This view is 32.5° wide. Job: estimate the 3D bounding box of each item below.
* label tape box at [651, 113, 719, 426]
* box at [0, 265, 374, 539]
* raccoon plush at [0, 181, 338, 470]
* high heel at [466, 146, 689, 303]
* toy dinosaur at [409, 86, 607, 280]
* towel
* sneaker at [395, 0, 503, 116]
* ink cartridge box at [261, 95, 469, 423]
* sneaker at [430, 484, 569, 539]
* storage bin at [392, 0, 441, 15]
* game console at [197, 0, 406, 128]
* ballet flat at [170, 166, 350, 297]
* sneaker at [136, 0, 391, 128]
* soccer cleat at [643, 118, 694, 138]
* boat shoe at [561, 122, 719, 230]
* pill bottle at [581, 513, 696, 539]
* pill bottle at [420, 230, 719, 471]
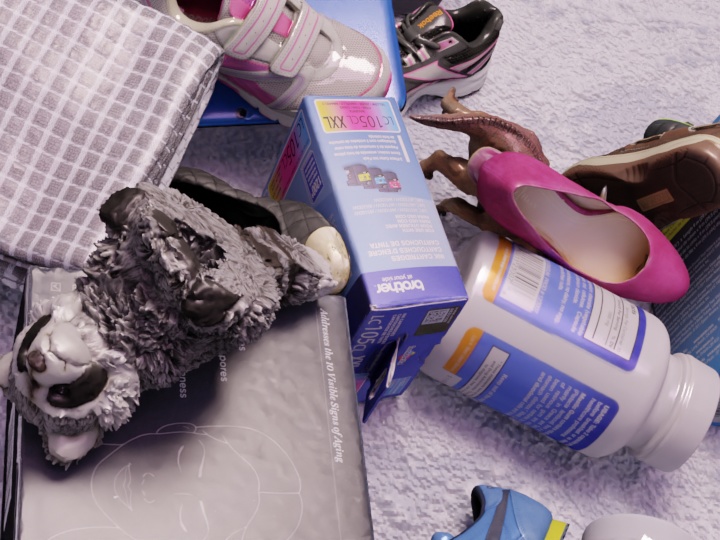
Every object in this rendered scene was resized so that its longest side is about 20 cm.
[{"bbox_3d":[0.288,0.000,0.964,0.065,0.144,0.202,11,53,-16],"label":"label tape box"},{"bbox_3d":[-0.106,0.118,0.720,0.195,0.124,0.202,5,55,-18],"label":"box"},{"bbox_3d":[-0.099,0.043,0.669,0.199,0.134,0.097,21,24,-51],"label":"raccoon plush"},{"bbox_3d":[0.165,-0.023,0.865,0.199,0.068,0.096,36,9,-18],"label":"high heel"},{"bbox_3d":[0.119,-0.066,0.934,0.135,0.200,0.086,22,68,43],"label":"toy dinosaur"},{"bbox_3d":[-0.197,-0.090,0.779,0.164,0.086,0.201,25,70,-5],"label":"towel"},{"bbox_3d":[0.038,-0.181,1.017,0.199,0.087,0.080,-29,70,-35],"label":"sneaker"},{"bbox_3d":[0.000,0.000,0.841,0.076,0.137,0.201,-6,59,-25],"label":"ink cartridge box"},{"bbox_3d":[0.062,0.219,0.769,0.078,0.066,0.201,26,49,10],"label":"sneaker"},{"bbox_3d":[0.056,-0.318,1.062,0.144,0.200,0.136,3,67,-22],"label":"storage bin"},{"bbox_3d":[-0.078,-0.179,0.957,0.198,0.171,0.120,-3,102,-12],"label":"game console"},{"bbox_3d":[-0.081,-0.022,0.822,0.056,0.067,0.199,-3,18,-44],"label":"ballet flat"},{"bbox_3d":[-0.071,-0.162,0.850,0.198,0.088,0.082,17,73,-6],"label":"sneaker"},{"bbox_3d":[0.310,-0.049,1.062,0.081,0.068,0.200,-37,77,-25],"label":"soccer cleat"},{"bbox_3d":[0.232,-0.071,0.958,0.075,0.202,0.075,-36,104,-26],"label":"boat shoe"},{"bbox_3d":[0.159,0.255,0.749,0.111,0.112,0.201,25,51,-6],"label":"pill bottle"},{"bbox_3d":[0.149,0.063,0.879,0.199,0.112,0.113,27,50,-5],"label":"pill bottle"}]
